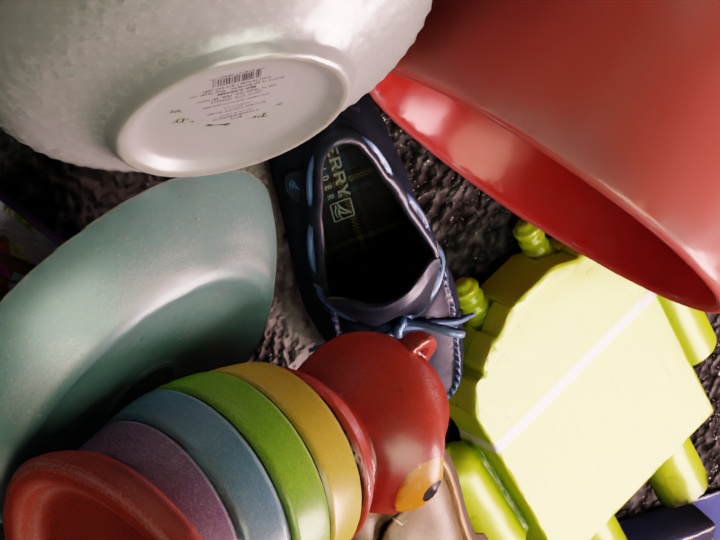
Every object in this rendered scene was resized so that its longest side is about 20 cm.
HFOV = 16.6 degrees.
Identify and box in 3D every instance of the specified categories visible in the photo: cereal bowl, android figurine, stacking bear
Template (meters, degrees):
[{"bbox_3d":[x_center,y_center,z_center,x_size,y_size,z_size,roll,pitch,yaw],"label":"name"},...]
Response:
[{"bbox_3d":[-0.060,-0.094,0.953,0.198,0.084,0.200,-14,159,-6],"label":"cereal bowl"},{"bbox_3d":[0.109,0.064,1.261,0.182,0.041,0.201,-44,124,-17],"label":"android figurine"},{"bbox_3d":[-0.041,0.089,1.043,0.199,0.114,0.122,-27,146,-39],"label":"stacking bear"}]

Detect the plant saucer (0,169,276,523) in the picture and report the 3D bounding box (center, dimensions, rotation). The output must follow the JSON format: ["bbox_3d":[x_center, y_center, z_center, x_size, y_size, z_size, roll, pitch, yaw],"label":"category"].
[{"bbox_3d":[-0.103,0.043,1.052,0.200,0.036,0.200,-39,160,-17],"label":"plant saucer"}]

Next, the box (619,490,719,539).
[{"bbox_3d":[0.134,0.201,1.396,0.199,0.032,0.122,-15,126,-30],"label":"box"}]

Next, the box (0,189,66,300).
[{"bbox_3d":[-0.209,0.005,1.001,0.137,0.039,0.200,-48,136,0],"label":"box"}]

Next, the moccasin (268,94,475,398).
[{"bbox_3d":[0.000,0.000,1.128,0.080,0.068,0.201,-27,129,1],"label":"moccasin"}]

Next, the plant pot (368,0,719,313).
[{"bbox_3d":[0.124,-0.107,1.090,0.200,0.200,0.178,38,82,-45],"label":"plant pot"}]

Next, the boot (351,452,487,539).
[{"bbox_3d":[0.011,0.131,1.177,0.200,0.073,0.076,55,38,-36],"label":"boot"}]
